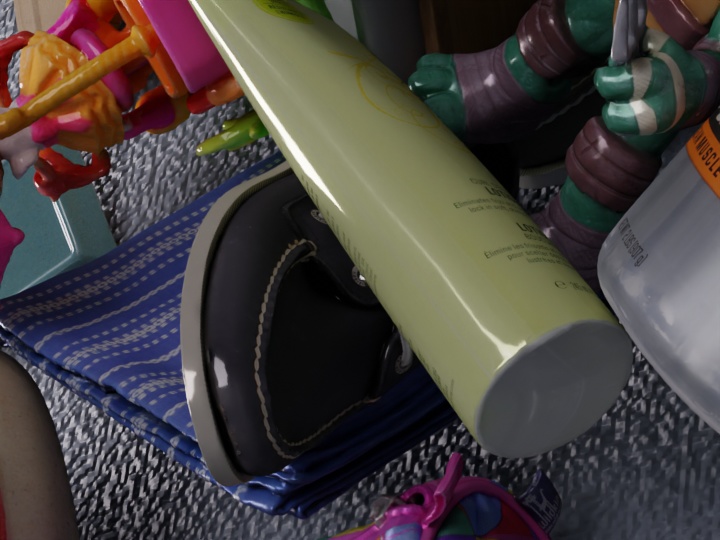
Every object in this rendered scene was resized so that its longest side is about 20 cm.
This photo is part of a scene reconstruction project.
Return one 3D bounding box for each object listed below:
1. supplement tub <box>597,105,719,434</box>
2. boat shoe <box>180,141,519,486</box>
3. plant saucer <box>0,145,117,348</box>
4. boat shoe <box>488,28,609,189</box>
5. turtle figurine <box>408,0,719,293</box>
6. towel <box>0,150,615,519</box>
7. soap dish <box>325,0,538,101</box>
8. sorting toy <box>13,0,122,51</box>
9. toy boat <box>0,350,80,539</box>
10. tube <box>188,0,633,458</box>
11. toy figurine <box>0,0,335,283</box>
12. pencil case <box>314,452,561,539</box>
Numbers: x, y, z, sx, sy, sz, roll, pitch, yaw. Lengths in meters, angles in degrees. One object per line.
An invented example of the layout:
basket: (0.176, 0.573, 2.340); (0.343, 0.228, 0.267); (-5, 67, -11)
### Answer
supplement tub: (0.168, -0.035, 0.793); (0.200, 0.123, 0.123); (-50, 40, 12)
boat shoe: (0.000, 0.000, 0.900); (0.063, 0.073, 0.200); (-7, 22, 20)
plant saucer: (-0.180, 0.014, 1.206); (0.200, 0.019, 0.070); (-32, 71, 29)
boat shoe: (0.103, -0.106, 0.956); (0.202, 0.060, 0.072); (-42, 42, 22)
turtle figurine: (0.088, -0.085, 0.862); (0.150, 0.101, 0.200); (-93, 27, -42)
towel: (-0.023, 0.011, 0.990); (0.145, 0.024, 0.200); (-31, 31, -24)
soap dish: (0.001, -0.164, 1.015); (0.081, 0.200, 0.157); (-20, 36, -16)
sorting toy: (-0.103, -0.173, 1.205); (0.200, 0.036, 0.185); (-98, 27, -42)
toy boat: (-0.181, 0.111, 1.039); (0.200, 0.131, 0.131); (-63, 35, 32)
tube: (0.007, -0.030, 0.866); (0.052, 0.058, 0.200); (-23, 49, -16)
toy figurine: (-0.115, -0.056, 1.041); (0.184, 0.150, 0.200); (-31, 7, -9)
pencil case: (-0.023, 0.123, 0.934); (0.200, 0.088, 0.088); (-26, 50, 35)
